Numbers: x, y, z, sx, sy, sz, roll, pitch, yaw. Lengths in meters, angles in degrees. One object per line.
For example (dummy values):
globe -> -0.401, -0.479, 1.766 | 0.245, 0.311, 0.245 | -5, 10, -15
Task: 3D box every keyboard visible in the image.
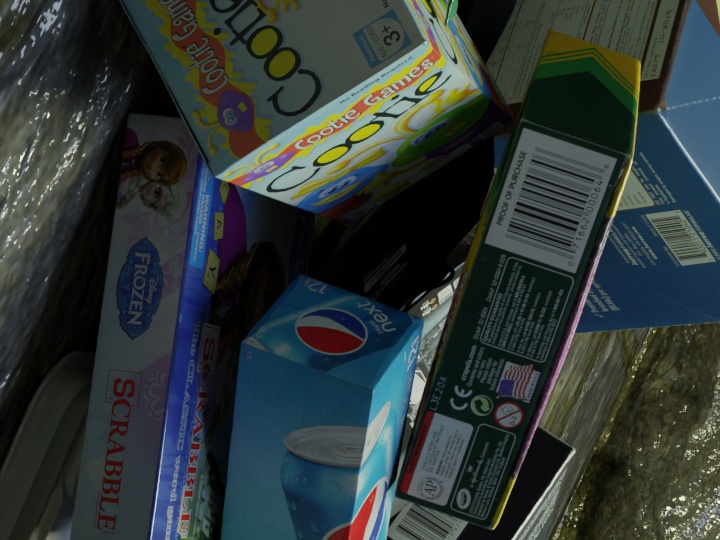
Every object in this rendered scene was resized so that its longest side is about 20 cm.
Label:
keyboard -> 0.000, 0.000, 0.972 | 0.200, 0.040, 0.104 | -45, 149, -29

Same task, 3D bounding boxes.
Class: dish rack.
dish rack -> -0.136, 0.130, 0.960 | 0.173, 0.043, 0.200 | -66, 164, 1

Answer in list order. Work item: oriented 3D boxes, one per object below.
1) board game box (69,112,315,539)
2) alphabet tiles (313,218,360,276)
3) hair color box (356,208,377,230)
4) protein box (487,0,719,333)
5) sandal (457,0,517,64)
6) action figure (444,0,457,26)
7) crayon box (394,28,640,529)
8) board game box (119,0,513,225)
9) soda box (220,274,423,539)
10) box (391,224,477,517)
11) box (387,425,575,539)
board game box -> -0.076, 0.040, 0.923 | 0.199, 0.041, 0.201 | 23, 74, -75
alphabet tiles -> 0.012, -0.072, 1.035 | 0.167, 0.006, 0.201 | -72, -173, -57
hair color box -> 0.015, 0.039, 1.271 | 0.111, 0.064, 0.201 | -54, 160, -42
protein box -> 0.152, -0.073, 1.157 | 0.199, 0.199, 0.136 | 47, 51, -38
sandal -> 0.091, -0.172, 0.961 | 0.075, 0.048, 0.201 | -91, -158, -58
action figure -> 0.062, -0.185, 0.876 | 0.200, 0.054, 0.119 | -94, -155, -72
crayon box -> 0.081, -0.001, 0.938 | 0.173, 0.058, 0.201 | -67, 175, -68
board game box -> -0.014, -0.099, 0.837 | 0.103, 0.105, 0.200 | -31, 169, 11
soda box -> -0.023, 0.107, 0.901 | 0.064, 0.067, 0.201 | -52, 156, -51
box -> 0.017, 0.068, 1.119 | 0.200, 0.050, 0.158 | -36, 138, -18
box -> 0.038, 0.204, 1.237 | 0.200, 0.104, 0.183 | -51, 162, -28
